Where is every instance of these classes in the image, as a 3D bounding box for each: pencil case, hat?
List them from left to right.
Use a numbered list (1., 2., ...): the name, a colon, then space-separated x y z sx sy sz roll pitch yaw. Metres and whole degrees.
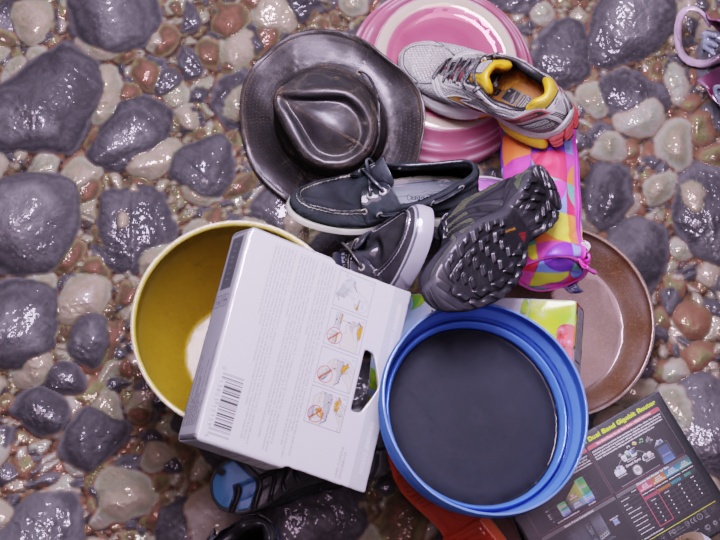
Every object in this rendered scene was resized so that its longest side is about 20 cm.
1. hat: -0.038 -0.147 1.700 0.200 0.081 0.201 1 94 14
2. pencil case: 0.185 -0.074 1.701 0.088 0.088 0.200 -1 62 -6

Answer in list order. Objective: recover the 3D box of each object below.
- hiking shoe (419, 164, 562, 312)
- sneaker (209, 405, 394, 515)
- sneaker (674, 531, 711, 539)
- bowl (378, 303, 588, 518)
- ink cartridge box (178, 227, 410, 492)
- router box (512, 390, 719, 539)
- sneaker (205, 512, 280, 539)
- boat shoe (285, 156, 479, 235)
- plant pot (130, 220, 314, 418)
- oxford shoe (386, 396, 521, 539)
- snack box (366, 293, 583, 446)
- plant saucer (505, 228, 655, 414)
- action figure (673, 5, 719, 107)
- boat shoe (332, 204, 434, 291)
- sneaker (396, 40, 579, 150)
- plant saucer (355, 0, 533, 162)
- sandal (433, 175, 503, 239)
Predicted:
1. hiking shoe: 0.108 -0.020 1.601 0.200 0.101 0.076 -43 108 -38
2. sneaker: -0.047 0.179 1.632 0.199 0.082 0.073 -15 82 -3
3. sneaker: 0.311 0.333 1.595 0.108 0.200 0.070 23 33 -3
4. bowl: 0.109 0.129 1.554 0.200 0.039 0.201 6 68 -16
5. ink cartridge box: -0.056 0.083 1.540 0.173 0.044 0.200 22 71 -26
6. router box: 0.243 0.231 1.664 0.200 0.062 0.150 -28 79 -12
7. sneaker: -0.138 0.313 1.577 0.077 0.111 0.200 32 74 5
8. boat shoe: 0.027 -0.080 1.652 0.199 0.066 0.075 1 43 -17
9. plant pot: -0.118 0.068 1.632 0.199 0.142 0.201 1 75 -5
10. oxford shoe: 0.087 0.198 1.602 0.071 0.073 0.200 -26 92 32
11. snack box: 0.111 0.098 1.656 0.199 0.053 0.143 2 79 16
12. plant saucer: 0.196 0.053 1.724 0.200 0.037 0.201 1 74 -5
13. action figure: 0.452 -0.220 1.812 0.200 0.134 0.149 -17 34 -23
14. boat shoe: 0.000 0.000 1.638 0.066 0.200 0.070 16 52 -23
15. sneaker: 0.123 -0.191 1.689 0.200 0.082 0.078 21 73 28
16. plant saucer: 0.086 -0.209 1.778 0.200 0.051 0.201 2 75 -6
17. sandal: 0.091 -0.070 1.740 0.202 0.050 0.083 10 74 -3
